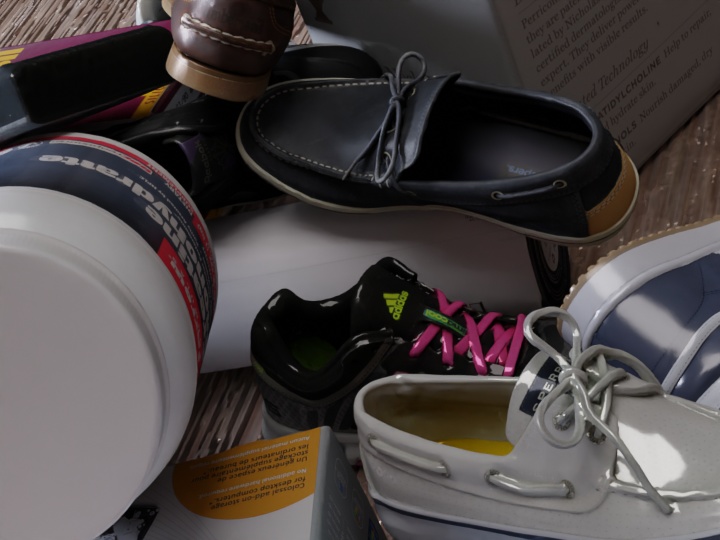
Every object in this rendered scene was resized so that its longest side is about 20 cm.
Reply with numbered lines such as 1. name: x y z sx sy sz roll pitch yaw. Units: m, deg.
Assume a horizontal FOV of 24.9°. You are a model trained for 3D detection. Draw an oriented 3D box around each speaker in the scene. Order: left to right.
1. speaker: 0.000 0.000 0.822 0.198 0.082 0.082 -10 36 21

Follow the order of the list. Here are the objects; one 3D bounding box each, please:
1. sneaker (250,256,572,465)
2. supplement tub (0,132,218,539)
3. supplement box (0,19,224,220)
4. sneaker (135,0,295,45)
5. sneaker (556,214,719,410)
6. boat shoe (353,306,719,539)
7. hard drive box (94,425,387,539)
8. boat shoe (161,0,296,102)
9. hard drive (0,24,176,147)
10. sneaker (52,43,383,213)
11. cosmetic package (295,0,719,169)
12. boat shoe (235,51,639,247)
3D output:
1. sneaker: 0.032 0.038 0.742 0.198 0.088 0.074 -5 38 26
2. supplement tub: -0.134 0.026 0.685 0.139 0.142 0.200 -21 14 4
3. supplement box: -0.169 -0.076 0.962 0.198 0.086 0.111 -4 39 28
4. sneaker: -0.130 -0.134 1.039 0.197 0.130 0.080 -3 38 28
5. sneaker: 0.190 0.020 0.691 0.199 0.071 0.109 -21 50 -28
6. boat shoe: 0.079 0.058 0.613 0.201 0.087 0.075 0 31 41
7. hard drive box: -0.074 0.171 0.638 0.154 0.077 0.201 -16 35 13
8. boat shoe: -0.061 -0.145 0.827 0.070 0.071 0.200 11 20 -12
9. hard drive: -0.203 -0.070 0.824 0.198 0.033 0.139 -18 7 28
10. sneaker: -0.070 -0.057 0.827 0.198 0.076 0.087 -23 15 -13
11. cosmetic package: 0.077 -0.160 0.884 0.166 0.201 0.167 -42 37 -25
12. boat shoe: 0.030 -0.061 0.749 0.198 0.062 0.075 14 65 24
